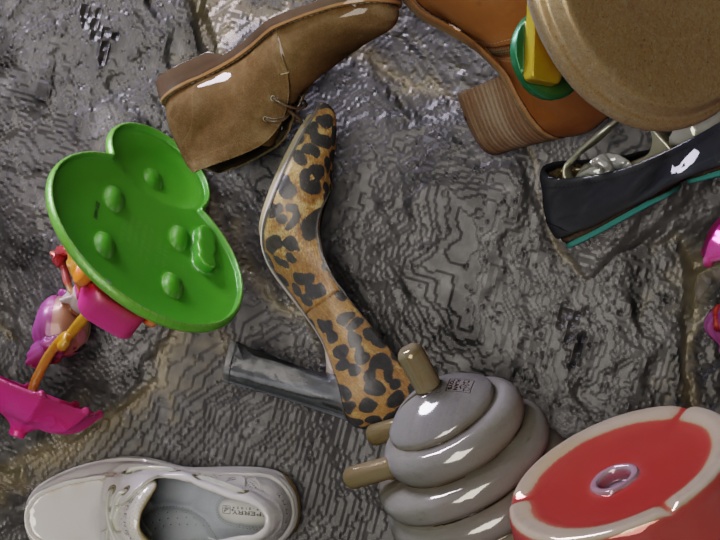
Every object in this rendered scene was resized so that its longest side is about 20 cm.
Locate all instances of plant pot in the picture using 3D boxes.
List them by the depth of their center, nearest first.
[{"bbox_3d":[0.183,0.191,1.223,0.199,0.201,0.178,-20,110,13],"label":"plant pot"}]

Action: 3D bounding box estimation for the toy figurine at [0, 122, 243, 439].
[{"bbox_3d":[-0.189,0.022,1.387,0.150,0.201,0.184,31,121,-21],"label":"toy figurine"}]

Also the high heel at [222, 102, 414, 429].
[{"bbox_3d":[0.000,0.000,1.370,0.142,0.071,0.201,15,95,7],"label":"high heel"}]

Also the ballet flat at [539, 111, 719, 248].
[{"bbox_3d":[0.197,-0.077,1.296,0.199,0.073,0.074,-22,84,29],"label":"ballet flat"}]

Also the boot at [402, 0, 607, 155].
[{"bbox_3d":[0.109,-0.182,1.306,0.155,0.077,0.201,-22,89,38],"label":"boot"}]

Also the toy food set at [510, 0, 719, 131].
[{"bbox_3d":[0.166,-0.182,1.220,0.049,0.197,0.202,-4,80,57],"label":"toy food set"}]

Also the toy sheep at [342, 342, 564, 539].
[{"bbox_3d":[0.070,0.134,1.314,0.137,0.138,0.201,-26,113,13],"label":"toy sheep"}]

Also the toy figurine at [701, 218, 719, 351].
[{"bbox_3d":[0.280,0.041,1.275,0.184,0.150,0.201,48,126,24],"label":"toy figurine"}]

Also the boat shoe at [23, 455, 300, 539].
[{"bbox_3d":[-0.144,0.162,1.400,0.199,0.069,0.071,-6,90,15],"label":"boat shoe"}]

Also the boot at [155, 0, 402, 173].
[{"bbox_3d":[-0.047,-0.123,1.356,0.199,0.073,0.076,-25,72,35],"label":"boot"}]
